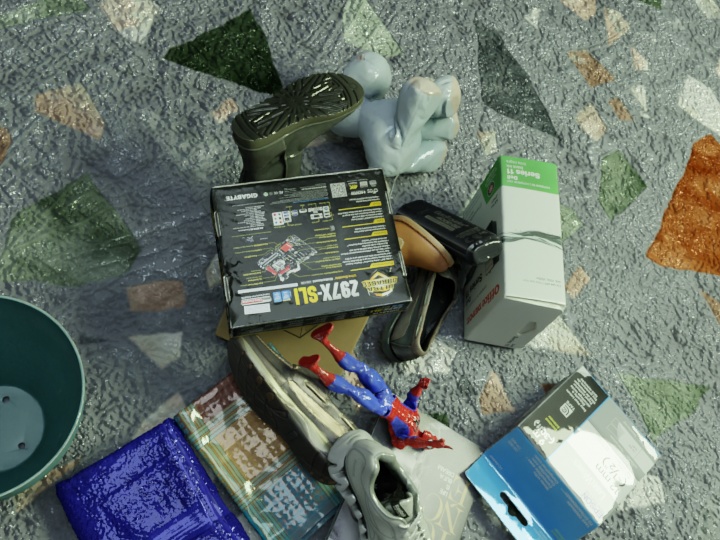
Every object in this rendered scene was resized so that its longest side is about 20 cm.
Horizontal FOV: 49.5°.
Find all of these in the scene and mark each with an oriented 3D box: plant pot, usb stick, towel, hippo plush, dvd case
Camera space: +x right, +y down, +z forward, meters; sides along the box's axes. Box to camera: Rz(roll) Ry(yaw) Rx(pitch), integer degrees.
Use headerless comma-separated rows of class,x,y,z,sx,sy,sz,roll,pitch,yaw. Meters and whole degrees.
plant pot,-0.375,0.143,0.784,0.198,0.135,0.202,5,64,-11
usb stick,0.107,-0.051,0.986,0.055,0.200,0.033,-21,115,-18
towel,-0.208,0.270,0.814,0.147,0.050,0.201,-30,75,-25
towel,-0.094,0.200,0.878,0.146,0.022,0.201,-37,86,-27
hippo plush,0.030,-0.205,1.075,0.160,0.159,0.201,38,103,25
dvd case,0.056,0.262,0.890,0.148,0.016,0.201,32,61,-10

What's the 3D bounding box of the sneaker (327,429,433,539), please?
sneaker,0.037,0.262,0.811,0.075,0.081,0.201,-35,105,-31

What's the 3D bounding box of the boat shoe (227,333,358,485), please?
boat shoe,-0.070,0.142,0.866,0.073,0.074,0.201,-39,94,-37

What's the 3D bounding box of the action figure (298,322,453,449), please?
action figure,0.036,0.136,0.849,0.200,0.098,0.066,45,51,-26

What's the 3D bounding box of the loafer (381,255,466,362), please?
loafer,0.099,0.032,0.988,0.072,0.063,0.201,44,62,-27

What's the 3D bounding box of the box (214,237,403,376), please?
box,-0.063,0.019,0.924,0.162,0.021,0.202,25,98,0

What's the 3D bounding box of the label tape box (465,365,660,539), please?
label tape box,0.242,0.231,0.930,0.199,0.066,0.144,-33,77,-32

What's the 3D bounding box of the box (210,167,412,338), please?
box,-0.056,-0.022,0.853,0.198,0.049,0.161,-9,74,-13

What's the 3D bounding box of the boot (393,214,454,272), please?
boot,0.000,0.000,0.960,0.198,0.077,0.156,26,73,15

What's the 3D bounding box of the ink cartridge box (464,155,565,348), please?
ink cartridge box,0.192,-0.020,1.000,0.082,0.147,0.202,8,62,-10

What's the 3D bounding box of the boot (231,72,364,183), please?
boot,-0.082,-0.132,0.952,0.180,0.201,0.073,-24,59,-17
